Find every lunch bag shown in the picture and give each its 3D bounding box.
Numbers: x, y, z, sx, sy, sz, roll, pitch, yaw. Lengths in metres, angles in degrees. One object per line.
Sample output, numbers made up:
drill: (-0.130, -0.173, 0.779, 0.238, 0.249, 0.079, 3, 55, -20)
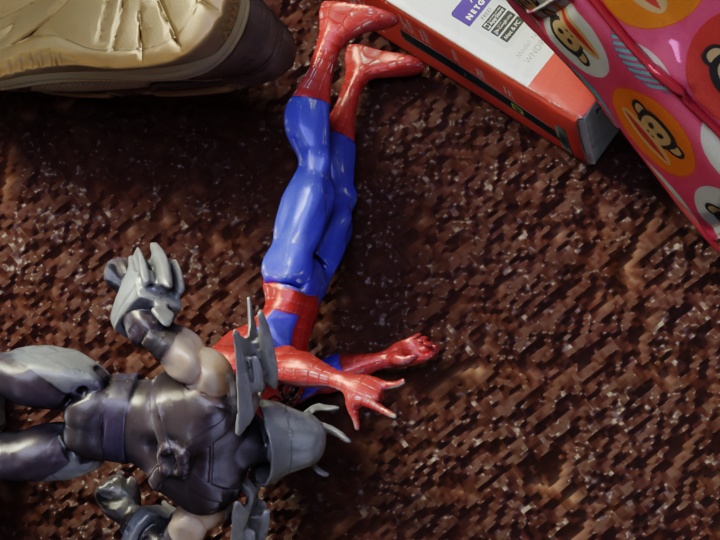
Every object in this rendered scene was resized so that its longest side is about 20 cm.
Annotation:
lunch bag: (0.163, -0.115, 1.102, 0.176, 0.082, 0.200, -43, 95, -17)

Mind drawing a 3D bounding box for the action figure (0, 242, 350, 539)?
action figure: (-0.103, 0.052, 1.069, 0.200, 0.069, 0.130, 5, 110, 2)

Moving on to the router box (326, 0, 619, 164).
router box: (0.078, -0.171, 1.189, 0.179, 0.049, 0.200, 33, 79, 20)

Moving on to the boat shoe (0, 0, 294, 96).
boat shoe: (-0.113, -0.099, 1.181, 0.200, 0.072, 0.072, 3, 76, 37)

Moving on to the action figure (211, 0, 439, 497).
action figure: (0.000, 0.000, 1.128, 0.099, 0.065, 0.200, 13, 72, 24)

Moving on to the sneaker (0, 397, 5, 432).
sneaker: (-0.222, 0.015, 1.172, 0.086, 0.080, 0.200, -44, 67, 17)
